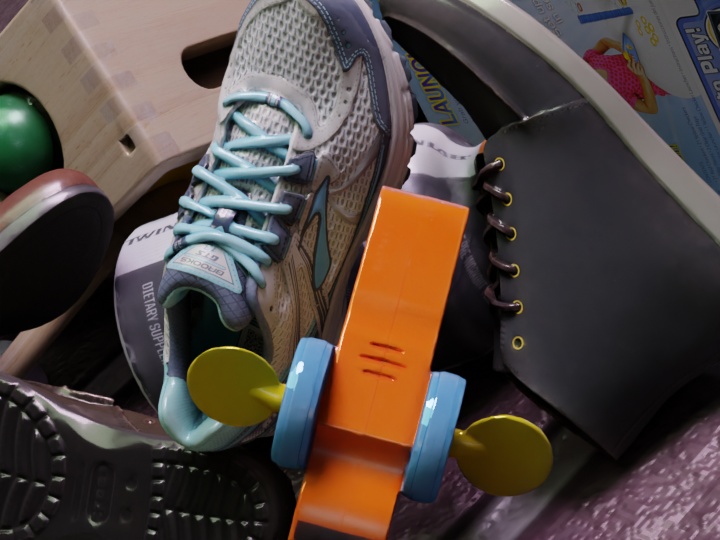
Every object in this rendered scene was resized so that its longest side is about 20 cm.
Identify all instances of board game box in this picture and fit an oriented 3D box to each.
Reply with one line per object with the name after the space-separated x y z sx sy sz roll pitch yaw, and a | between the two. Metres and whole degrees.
0.103 -0.107 0.918 0.195 0.200 0.056 -1 38 42 | board game box

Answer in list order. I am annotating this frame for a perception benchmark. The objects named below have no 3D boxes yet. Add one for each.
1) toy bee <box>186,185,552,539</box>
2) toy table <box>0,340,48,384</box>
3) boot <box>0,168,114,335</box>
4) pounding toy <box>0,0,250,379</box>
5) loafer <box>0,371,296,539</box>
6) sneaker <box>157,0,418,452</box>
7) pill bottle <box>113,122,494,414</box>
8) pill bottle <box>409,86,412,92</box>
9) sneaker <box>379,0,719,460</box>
-0.009 0.072 0.801 0.131 0.109 0.200 32 57 13 | toy bee
-0.276 0.068 1.117 0.200 0.117 0.184 -38 29 -6 | toy table
-0.204 -0.050 1.005 0.188 0.068 0.201 -43 58 37 | boot
-0.122 -0.044 1.064 0.200 0.143 0.184 -26 -10 -48 | pounding toy
-0.114 0.091 0.936 0.199 0.071 0.073 16 91 23 | loafer
-0.035 -0.017 0.845 0.077 0.201 0.086 19 25 24 | sneaker
0.000 0.000 0.955 0.199 0.106 0.106 -20 32 24 | pill bottle
-0.031 -0.126 1.171 0.199 0.111 0.111 -2 41 44 | pill bottle
0.061 -0.025 0.847 0.106 0.200 0.075 -47 -6 -3 | sneaker
